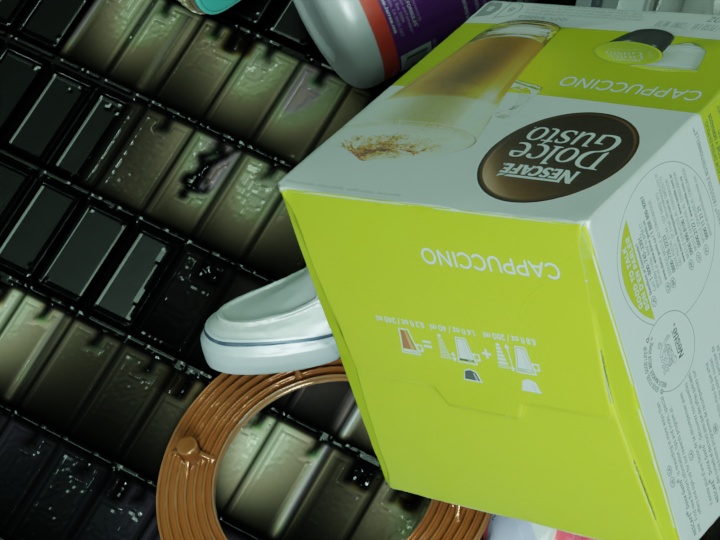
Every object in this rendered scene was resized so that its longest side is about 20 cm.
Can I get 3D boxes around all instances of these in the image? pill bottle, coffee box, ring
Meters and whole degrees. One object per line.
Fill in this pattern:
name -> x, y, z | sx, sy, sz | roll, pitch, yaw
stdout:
pill bottle -> 0.057, -0.201, 1.411 | 0.200, 0.112, 0.113 | -29, 66, -7
coffee box -> 0.114, -0.003, 1.204 | 0.200, 0.200, 0.198 | 9, 39, 41
ring -> -0.021, 0.114, 1.305 | 0.200, 0.019, 0.201 | -8, 54, 11

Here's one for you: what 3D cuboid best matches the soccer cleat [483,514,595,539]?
soccer cleat -> 0.085, 0.168, 1.277 | 0.200, 0.067, 0.076 | -56, 34, -9

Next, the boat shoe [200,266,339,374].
boat shoe -> 0.000, 0.000, 1.340 | 0.200, 0.067, 0.074 | -17, 29, -11

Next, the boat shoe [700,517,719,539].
boat shoe -> 0.204, 0.100, 1.277 | 0.070, 0.070, 0.200 | -10, 61, 24

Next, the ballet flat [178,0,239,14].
ballet flat -> -0.042, -0.237, 1.466 | 0.200, 0.071, 0.065 | -32, 52, -12

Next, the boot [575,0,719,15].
boot -> 0.171, -0.115, 1.384 | 0.095, 0.074, 0.200 | 14, 93, -27
